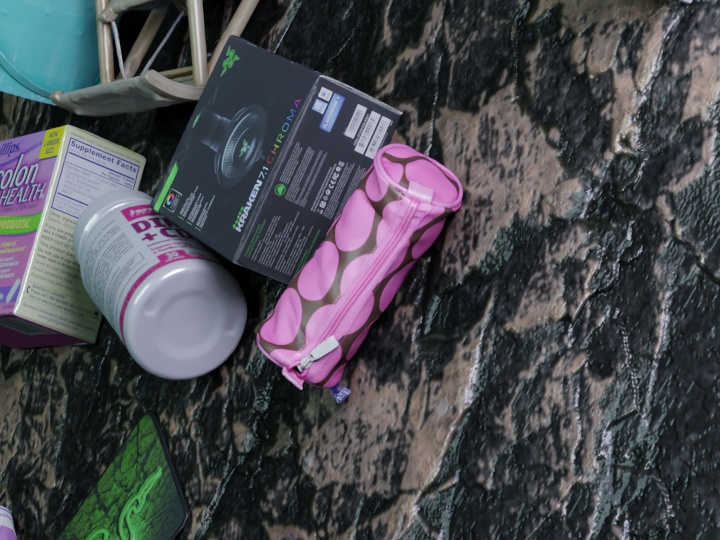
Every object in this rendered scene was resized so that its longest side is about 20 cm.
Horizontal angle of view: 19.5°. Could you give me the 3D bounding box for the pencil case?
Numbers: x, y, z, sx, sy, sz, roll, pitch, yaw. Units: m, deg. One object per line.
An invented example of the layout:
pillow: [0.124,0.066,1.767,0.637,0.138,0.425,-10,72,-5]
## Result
pencil case: [0.000,0.000,1.642,0.200,0.091,0.094,-58,-2,18]

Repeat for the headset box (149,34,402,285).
headset box: [-0.079,-0.096,1.807,0.200,0.093,0.175,32,98,58]

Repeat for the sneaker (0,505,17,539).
sneaker: [-0.406,0.310,2.072,0.200,0.073,0.115,-39,37,21]

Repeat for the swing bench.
swing bench: [-0.185,-0.243,2.025,0.199,0.129,0.201,-1,76,55]

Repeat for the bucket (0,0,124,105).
bucket: [-0.355,-0.262,2.219,0.207,0.206,0.135,33,108,57]

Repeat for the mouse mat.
mouse mat: [-0.224,0.243,1.896,0.200,0.008,0.161,-55,34,20]

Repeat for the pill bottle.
pill bottle: [-0.187,0.007,1.884,0.114,0.113,0.200,-61,33,10]

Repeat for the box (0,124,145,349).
box: [-0.324,-0.031,2.123,0.176,0.096,0.201,-5,66,55]

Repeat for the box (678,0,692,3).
box: [0.195,-0.307,1.481,0.097,0.124,0.201,32,106,57]
